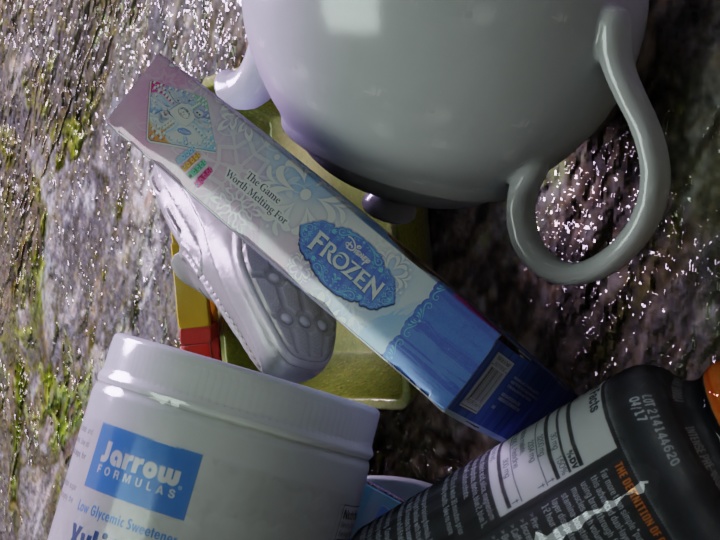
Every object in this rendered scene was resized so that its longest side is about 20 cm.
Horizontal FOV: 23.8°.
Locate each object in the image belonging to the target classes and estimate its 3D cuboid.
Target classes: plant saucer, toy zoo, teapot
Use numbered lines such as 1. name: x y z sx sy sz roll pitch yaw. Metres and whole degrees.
1. plant saucer: -0.019 -0.024 0.986 0.199 0.047 0.202 -5 90 56
2. toy zoo: -0.098 0.040 1.075 0.131 0.020 0.203 -105 10 -88
3. teapot: 0.033 -0.090 0.775 0.200 0.195 0.148 -93 16 -71

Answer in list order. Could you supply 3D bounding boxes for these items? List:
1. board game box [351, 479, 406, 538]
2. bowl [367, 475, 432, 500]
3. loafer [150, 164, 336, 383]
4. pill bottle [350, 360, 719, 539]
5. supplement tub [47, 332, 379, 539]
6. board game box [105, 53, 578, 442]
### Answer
1. board game box: -0.039 0.165 0.835 0.199 0.047 0.152 27 88 12
2. bowl: 0.016 0.211 0.891 0.199 0.090 0.204 -2 80 14
3. loafer: -0.069 -0.009 0.955 0.070 0.069 0.201 -51 43 28
4. pill bottle: 0.100 0.110 0.721 0.199 0.106 0.107 -33 63 17
5. supplement tub: -0.077 0.141 0.754 0.131 0.131 0.202 8 82 55
6. board game box: 0.000 0.000 0.788 0.198 0.200 0.044 39 91 19
